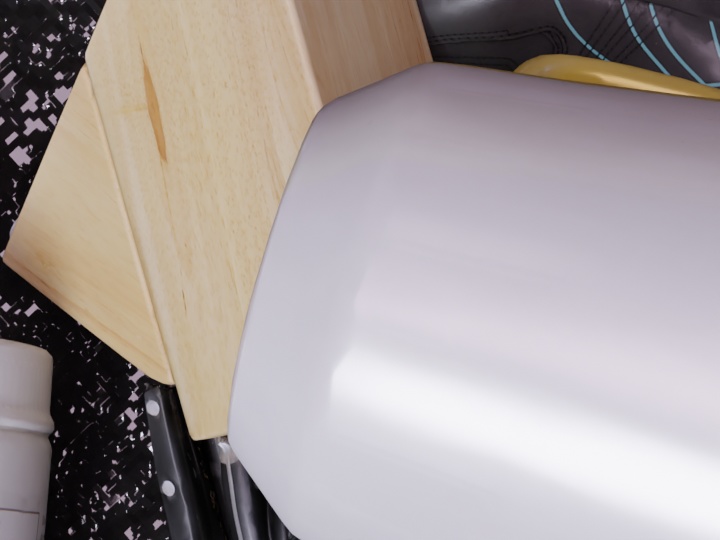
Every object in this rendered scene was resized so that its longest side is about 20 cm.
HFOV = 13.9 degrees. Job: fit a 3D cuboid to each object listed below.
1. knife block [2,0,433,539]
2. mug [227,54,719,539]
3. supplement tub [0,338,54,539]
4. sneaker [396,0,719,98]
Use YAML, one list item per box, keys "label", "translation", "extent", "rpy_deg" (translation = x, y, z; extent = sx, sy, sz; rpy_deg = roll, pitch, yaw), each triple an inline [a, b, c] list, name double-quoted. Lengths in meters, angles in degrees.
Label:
- label: "knife block"
  translation: [0.000, 0.000, 0.779]
  extent: [0.175, 0.064, 0.201]
  rpy_deg: [35, 116, 19]
- label: "mug"
  translation: [0.055, 0.022, 0.695]
  extent: [0.152, 0.187, 0.150]
  rpy_deg: [15, 92, 4]
- label: "supplement tub"
  translation: [-0.153, 0.115, 0.780]
  extent: [0.131, 0.132, 0.201]
  rpy_deg: [4, 84, 4]
- label: "sneaker"
  translation: [0.088, -0.043, 0.809]
  extent: [0.199, 0.075, 0.080]
  rpy_deg: [9, 87, 5]
